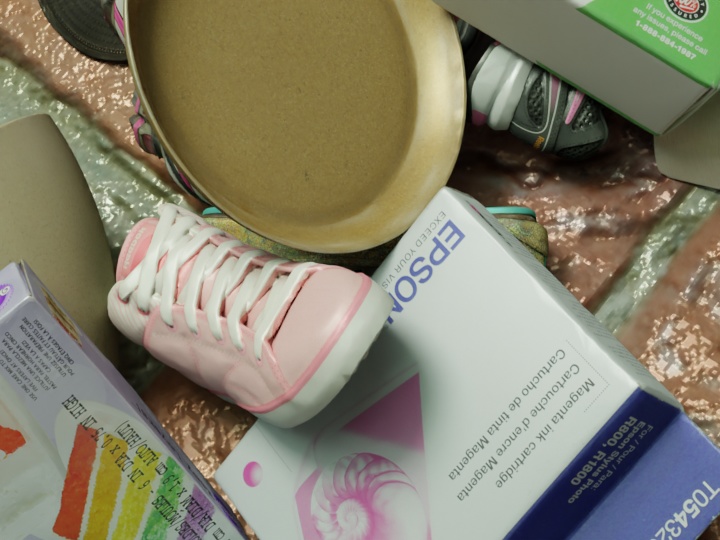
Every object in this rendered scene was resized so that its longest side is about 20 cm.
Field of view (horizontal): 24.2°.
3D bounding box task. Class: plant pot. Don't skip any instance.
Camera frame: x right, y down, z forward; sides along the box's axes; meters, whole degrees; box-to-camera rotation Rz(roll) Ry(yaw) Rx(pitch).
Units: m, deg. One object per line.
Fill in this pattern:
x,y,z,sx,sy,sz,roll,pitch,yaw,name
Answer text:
-0.032,-0.104,0.813,0.027,0.199,0.201,-19,53,50,plant pot
-0.204,0.031,0.879,0.200,0.200,0.135,-37,90,-3,plant pot

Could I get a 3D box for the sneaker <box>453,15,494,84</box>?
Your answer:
0.066,-0.179,0.939,0.077,0.082,0.201,12,69,22,sneaker

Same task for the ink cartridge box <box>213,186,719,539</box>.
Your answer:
0.047,0.097,0.797,0.197,0.043,0.200,-51,58,14,ink cartridge box

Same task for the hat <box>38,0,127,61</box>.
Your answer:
-0.135,-0.233,1.031,0.199,0.081,0.202,-7,63,13,hat

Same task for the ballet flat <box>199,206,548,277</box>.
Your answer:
0.000,0.000,0.887,0.199,0.071,0.071,1,65,18,ballet flat

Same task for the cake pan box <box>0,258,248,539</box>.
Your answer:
-0.175,0.126,0.813,0.184,0.200,0.052,-36,30,-3,cake pan box

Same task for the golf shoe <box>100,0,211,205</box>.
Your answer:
-0.079,-0.105,0.885,0.072,0.200,0.092,-37,65,-17,golf shoe

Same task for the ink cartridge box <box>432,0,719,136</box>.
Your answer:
0.147,-0.194,0.845,0.145,0.084,0.201,31,74,0,ink cartridge box

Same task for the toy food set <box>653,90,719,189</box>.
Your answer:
0.256,-0.123,0.874,0.143,0.060,0.201,17,69,36,toy food set

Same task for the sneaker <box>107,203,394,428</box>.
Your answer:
-0.066,0.017,0.812,0.104,0.200,0.076,38,73,-17,sneaker

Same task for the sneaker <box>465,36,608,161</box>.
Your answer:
0.139,-0.139,0.914,0.086,0.080,0.201,33,76,5,sneaker
